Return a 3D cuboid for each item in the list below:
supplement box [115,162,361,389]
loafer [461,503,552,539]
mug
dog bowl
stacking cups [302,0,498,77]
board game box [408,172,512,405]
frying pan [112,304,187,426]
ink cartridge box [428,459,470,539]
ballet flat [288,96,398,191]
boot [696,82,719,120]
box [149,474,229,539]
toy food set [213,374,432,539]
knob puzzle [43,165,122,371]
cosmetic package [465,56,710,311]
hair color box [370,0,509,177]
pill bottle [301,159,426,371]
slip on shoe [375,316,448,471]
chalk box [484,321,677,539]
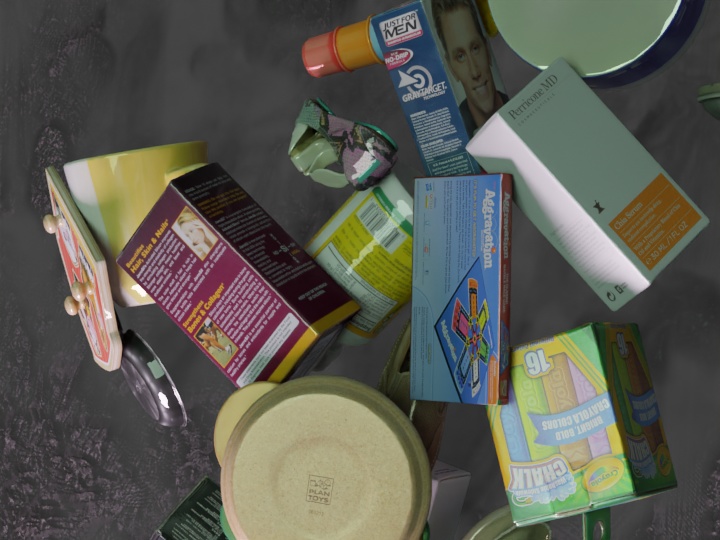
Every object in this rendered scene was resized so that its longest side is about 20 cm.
[{"bbox_3d":[-0.114,0.012,1.598,0.200,0.086,0.111,45,122,10],"label":"supplement box"},{"bbox_3d":[0.107,0.296,1.583,0.200,0.076,0.068,-44,42,-4],"label":"loafer"},{"bbox_3d":[-0.215,-0.044,1.741,0.148,0.187,0.155,-9,92,-7],"label":"mug"},{"bbox_3d":[0.217,-0.268,1.577,0.198,0.079,0.202,-1,88,26],"label":"dog bowl"},{"bbox_3d":[0.034,-0.230,1.677,0.198,0.060,0.061,-13,82,25],"label":"stacking cups"},{"bbox_3d":[0.089,0.016,1.533,0.102,0.019,0.202,0,88,43],"label":"board game box"},{"bbox_3d":[-0.233,0.081,1.765,0.031,0.115,0.191,-32,96,-20],"label":"frying pan"},{"bbox_3d":[-0.012,0.234,1.669,0.199,0.084,0.147,18,97,26],"label":"ink cartridge box"},{"bbox_3d":[-0.028,-0.117,1.647,0.071,0.069,0.200,-46,26,-4],"label":"ballet flat"},{"bbox_3d":[0.374,-0.064,1.504,0.180,0.072,0.202,7,98,29],"label":"boot"},{"bbox_3d":[-0.118,0.321,1.651,0.200,0.086,0.164,39,139,5],"label":"box"},{"bbox_3d":[-0.033,0.192,1.533,0.198,0.049,0.200,-7,91,10],"label":"toy food set"},{"bbox_3d":[-0.290,0.021,1.781,0.030,0.220,0.221,-18,76,-18],"label":"knob puzzle"},{"bbox_3d":[0.201,-0.077,1.528,0.200,0.101,0.071,47,149,2],"label":"cosmetic package"},{"bbox_3d":[0.088,-0.156,1.590,0.060,0.100,0.202,-15,101,33],"label":"hair color box"},{"bbox_3d":[0.000,0.000,1.657,0.200,0.113,0.113,-47,70,17],"label":"pill bottle"},{"bbox_3d":[0.050,0.117,1.599,0.075,0.061,0.201,19,55,3],"label":"slip on shoe"},{"bbox_3d":[0.199,0.158,1.544,0.123,0.124,0.202,-18,81,25],"label":"chalk box"}]
